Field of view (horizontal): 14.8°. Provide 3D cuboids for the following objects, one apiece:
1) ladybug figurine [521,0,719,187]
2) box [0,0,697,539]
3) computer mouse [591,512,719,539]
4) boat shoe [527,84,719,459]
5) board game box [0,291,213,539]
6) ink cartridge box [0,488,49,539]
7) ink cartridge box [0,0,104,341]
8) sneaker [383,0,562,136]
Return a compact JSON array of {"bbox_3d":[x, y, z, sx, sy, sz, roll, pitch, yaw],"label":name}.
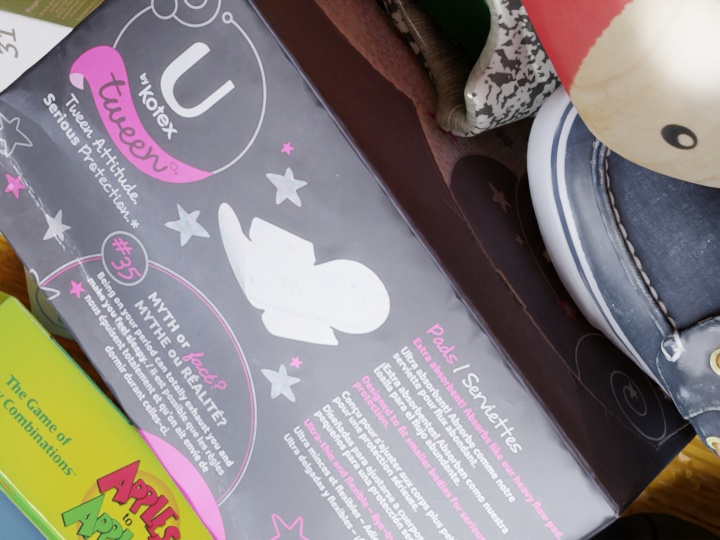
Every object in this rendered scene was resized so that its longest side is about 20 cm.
[{"bbox_3d":[0.068,-0.106,0.719,0.072,0.136,0.201,-25,67,12],"label":"ladybug figurine"},{"bbox_3d":[0.000,0.000,0.822,0.115,0.132,0.200,-36,88,27],"label":"box"},{"bbox_3d":[0.066,0.117,0.995,0.140,0.046,0.200,28,147,0],"label":"computer mouse"},{"bbox_3d":[0.124,0.027,0.749,0.201,0.071,0.091,55,170,-7],"label":"boat shoe"},{"bbox_3d":[-0.087,0.094,1.027,0.200,0.048,0.102,49,169,-13],"label":"board game box"},{"bbox_3d":[-0.178,0.086,1.121,0.200,0.076,0.136,50,139,-12],"label":"ink cartridge box"},{"bbox_3d":[-0.113,-0.046,0.991,0.199,0.048,0.146,16,132,22],"label":"ink cartridge box"},{"bbox_3d":[0.010,-0.123,0.789,0.201,0.088,0.077,56,137,5],"label":"sneaker"}]
